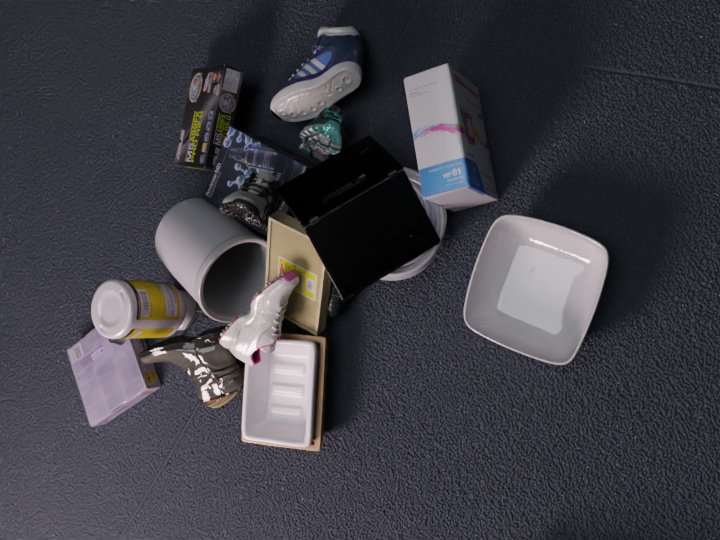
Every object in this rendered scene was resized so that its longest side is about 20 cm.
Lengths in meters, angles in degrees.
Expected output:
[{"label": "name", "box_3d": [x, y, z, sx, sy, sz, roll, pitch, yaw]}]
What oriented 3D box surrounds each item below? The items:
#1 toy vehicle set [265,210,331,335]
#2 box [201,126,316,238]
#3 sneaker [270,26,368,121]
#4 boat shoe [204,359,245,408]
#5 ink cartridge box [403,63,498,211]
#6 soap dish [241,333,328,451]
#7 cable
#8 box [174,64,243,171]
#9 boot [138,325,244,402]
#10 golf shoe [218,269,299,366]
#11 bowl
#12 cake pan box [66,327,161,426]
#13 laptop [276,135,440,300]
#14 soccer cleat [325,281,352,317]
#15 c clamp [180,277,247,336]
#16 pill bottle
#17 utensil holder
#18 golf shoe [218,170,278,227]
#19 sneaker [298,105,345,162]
[{"label": "toy vehicle set", "box_3d": [-0.109, 0.007, 1.280, 0.123, 0.026, 0.202, 27, 131, 22]}, {"label": "box", "box_3d": [-0.174, -0.158, 1.378, 0.199, 0.107, 0.150, 30, 101, 27]}, {"label": "sneaker", "box_3d": [-0.079, -0.373, 1.357, 0.198, 0.080, 0.148, -21, 53, 28]}, {"label": "boat shoe", "box_3d": [-0.254, 0.188, 1.420, 0.074, 0.066, 0.201, 44, 107, 23]}, {"label": "ink cartridge box", "box_3d": [0.147, -0.211, 1.184, 0.084, 0.144, 0.203, -14, 80, 27]}, {"label": "soap dish", "box_3d": [-0.133, 0.216, 1.335, 0.155, 0.081, 0.203, 2, 87, 20]}, {"label": "cable", "box_3d": [0.046, -0.079, 1.237, 0.197, 0.069, 0.203, -1, 73, 3]}, {"label": "box", "box_3d": [-0.304, -0.300, 1.459, 0.159, 0.044, 0.203, 17, 95, 53]}, {"label": "boot", "box_3d": [-0.313, 0.187, 1.366, 0.197, 0.068, 0.132, -12, 99, 15]}, {"label": "golf shoe", "box_3d": [-0.159, 0.084, 1.274, 0.092, 0.075, 0.200, 46, 115, 6]}, {"label": "bowl", "box_3d": [0.276, 0.027, 1.139, 0.198, 0.074, 0.203, 21, 98, 28]}, {"label": "cake pan box", "box_3d": [-0.537, 0.213, 1.583, 0.199, 0.052, 0.186, -34, 70, 22]}, {"label": "laptop", "box_3d": [-0.006, -0.092, 1.198, 0.186, 0.117, 0.200, -30, 43, -7]}, {"label": "soccer cleat", "box_3d": [0.000, 0.000, 1.298, 0.080, 0.067, 0.202, 28, 98, 21]}, {"label": "c clamp", "box_3d": [-0.233, 0.072, 1.407, 0.197, 0.027, 0.172, 3, 56, 26]}, {"label": "pill bottle", "box_3d": [-0.416, 0.077, 1.440, 0.110, 0.199, 0.113, -2, 85, 28]}, {"label": "utensil holder", "box_3d": [-0.271, -0.024, 1.369, 0.199, 0.169, 0.172, 35, 103, 41]}, {"label": "golf shoe", "box_3d": [-0.180, -0.125, 1.214, 0.077, 0.200, 0.096, 21, 92, -5]}, {"label": "sneaker", "box_3d": [-0.061, -0.253, 1.292, 0.077, 0.200, 0.092, 26, 85, -12]}]
